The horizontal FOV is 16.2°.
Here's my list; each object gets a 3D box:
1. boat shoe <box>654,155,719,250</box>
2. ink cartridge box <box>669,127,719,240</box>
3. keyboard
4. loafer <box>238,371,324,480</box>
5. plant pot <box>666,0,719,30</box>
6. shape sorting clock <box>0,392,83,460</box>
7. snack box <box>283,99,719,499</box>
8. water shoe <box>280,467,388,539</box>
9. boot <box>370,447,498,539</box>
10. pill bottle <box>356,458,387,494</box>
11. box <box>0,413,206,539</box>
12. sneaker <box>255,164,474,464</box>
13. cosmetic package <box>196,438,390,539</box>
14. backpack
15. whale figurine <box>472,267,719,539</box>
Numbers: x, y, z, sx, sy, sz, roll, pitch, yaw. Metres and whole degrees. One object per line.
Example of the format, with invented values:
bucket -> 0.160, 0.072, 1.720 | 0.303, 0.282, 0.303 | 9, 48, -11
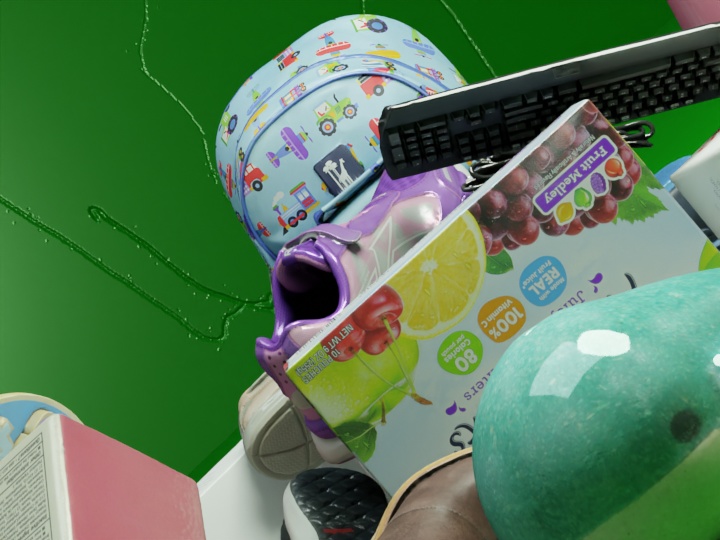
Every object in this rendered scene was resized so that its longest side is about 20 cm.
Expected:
boat shoe -> 0.143, 0.019, 1.455 | 0.200, 0.069, 0.084 | -40, 8, 2
ink cartridge box -> 0.255, -0.080, 1.207 | 0.145, 0.084, 0.200 | -42, 2, -20
keyboard -> 0.109, -0.078, 1.298 | 0.198, 0.021, 0.127 | -14, -20, 3
loafer -> 0.006, 0.036, 1.455 | 0.200, 0.072, 0.063 | -40, 36, 6
plant pot -> 0.268, -0.175, 1.510 | 0.200, 0.179, 0.200 | -41, 4, 3
shape sorting clock -> -0.211, 0.172, 1.482 | 0.039, 0.201, 0.200 | 14, 43, 35
snack box -> 0.081, 0.035, 1.240 | 0.200, 0.142, 0.053 | -42, 4, -2
water shoe -> -0.005, 0.173, 1.260 | 0.200, 0.071, 0.080 | -94, 7, -67
boot -> 0.037, 0.152, 1.094 | 0.199, 0.073, 0.166 | -32, 17, -11
pill bottle -> 0.090, 0.039, 1.358 | 0.200, 0.114, 0.114 | -41, 3, 22
box -> -0.152, 0.201, 1.343 | 0.128, 0.109, 0.201 | -41, 39, 25
sneaker -> 0.000, 0.000, 1.325 | 0.080, 0.088, 0.201 | -29, 29, 44
cosmetic package -> -0.051, 0.160, 1.515 | 0.200, 0.113, 0.081 | -42, 3, -24
backpack -> 0.010, -0.048, 1.559 | 0.182, 0.200, 0.135 | -36, 13, 10
whale figurine -> 0.125, 0.038, 0.996 | 0.200, 0.104, 0.159 | -43, 3, -23
